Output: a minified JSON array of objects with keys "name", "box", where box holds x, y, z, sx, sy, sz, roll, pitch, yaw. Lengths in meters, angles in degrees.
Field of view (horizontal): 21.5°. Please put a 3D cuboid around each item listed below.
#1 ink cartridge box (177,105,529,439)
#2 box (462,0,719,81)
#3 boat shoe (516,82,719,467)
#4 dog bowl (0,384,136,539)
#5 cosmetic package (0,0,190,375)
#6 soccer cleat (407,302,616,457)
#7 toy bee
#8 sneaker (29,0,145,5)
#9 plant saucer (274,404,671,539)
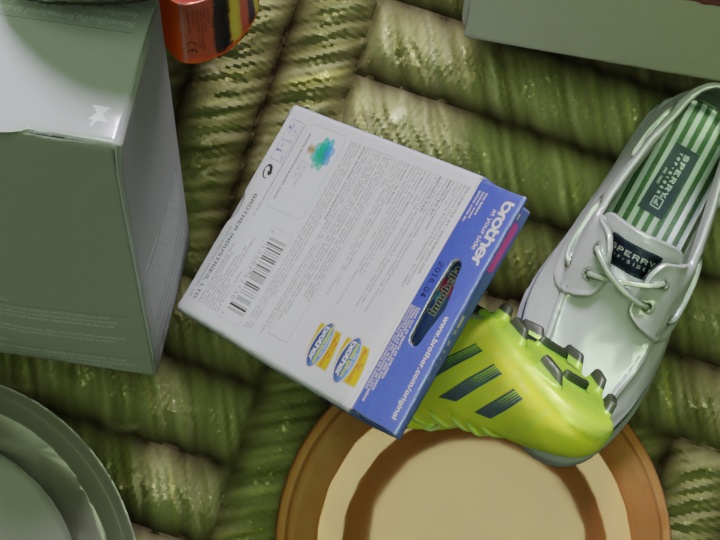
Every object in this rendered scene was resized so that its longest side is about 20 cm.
[{"name":"ink cartridge box","box":[0.000,0.000,0.876,0.042,0.200,0.120,32,86,-34]},{"name":"box","box":[0.157,-0.175,0.900,0.198,0.109,0.129,10,59,2]},{"name":"boat shoe","box":[0.125,-0.005,0.906,0.073,0.067,0.201,22,74,3]},{"name":"dog bowl","box":[-0.204,0.152,0.886,0.198,0.059,0.202,9,69,-25]},{"name":"cosmetic package","box":[-0.141,-0.039,0.863,0.106,0.201,0.091,10,56,3]},{"name":"soccer cleat","box":[0.045,0.050,0.878,0.065,0.200,0.084,31,92,-38]},{"name":"toy bee","box":[-0.101,-0.185,0.931,0.108,0.131,0.200,-31,72,-25]},{"name":"sneaker","box":[-0.127,-0.175,0.801,0.076,0.200,0.089,-14,128,-29]},{"name":"plant saucer","box":[0.055,0.136,0.930,0.198,0.037,0.202,0,84,2]}]
